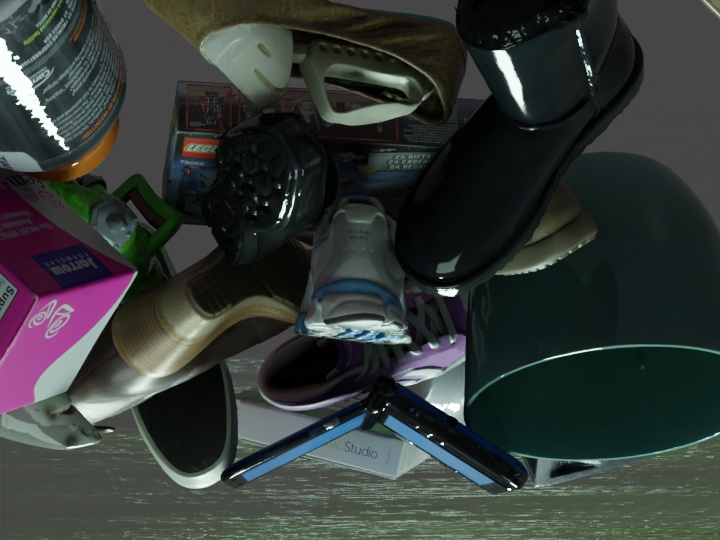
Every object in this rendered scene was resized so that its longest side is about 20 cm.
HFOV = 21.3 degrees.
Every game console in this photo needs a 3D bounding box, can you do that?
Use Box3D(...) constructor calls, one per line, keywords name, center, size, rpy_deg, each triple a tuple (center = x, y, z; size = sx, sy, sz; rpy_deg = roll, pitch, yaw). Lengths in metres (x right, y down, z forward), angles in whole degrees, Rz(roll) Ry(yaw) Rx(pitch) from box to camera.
Box3D(name="game console", center=(0.008, 0.143, 1.324), size=(0.170, 0.119, 0.200), rpy_deg=(32, 173, 3))

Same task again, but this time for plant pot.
Box3D(name="plant pot", center=(0.164, 0.018, 1.295), size=(0.199, 0.162, 0.201), rpy_deg=(-2, 153, -1))

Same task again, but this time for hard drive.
Box3D(name="hard drive", center=(0.198, 0.069, 1.409), size=(0.199, 0.135, 0.042), rpy_deg=(-19, 146, -6))

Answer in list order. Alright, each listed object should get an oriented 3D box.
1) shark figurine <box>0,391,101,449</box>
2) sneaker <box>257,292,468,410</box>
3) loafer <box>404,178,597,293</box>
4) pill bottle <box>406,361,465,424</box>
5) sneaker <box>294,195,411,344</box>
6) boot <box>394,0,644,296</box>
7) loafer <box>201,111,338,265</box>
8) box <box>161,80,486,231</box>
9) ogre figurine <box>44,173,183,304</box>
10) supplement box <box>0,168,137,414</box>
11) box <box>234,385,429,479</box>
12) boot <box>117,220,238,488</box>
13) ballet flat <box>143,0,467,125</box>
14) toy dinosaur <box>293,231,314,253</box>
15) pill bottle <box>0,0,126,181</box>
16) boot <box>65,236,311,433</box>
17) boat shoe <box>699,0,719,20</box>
Box3D(name="shark figurine", center=(-0.269, 0.051, 1.178), size=(0.128, 0.215, 0.090), rpy_deg=(5, 124, -50))
Box3D(name="sneaker", center=(0.019, 0.054, 1.404), size=(0.200, 0.073, 0.114), rpy_deg=(-25, 175, 1))
Box3D(name="loafer", center=(0.068, -0.032, 1.205), size=(0.076, 0.068, 0.200), rpy_deg=(-26, -170, -38))
Box3D(name="pill bottle", center=(0.131, 0.091, 1.538), size=(0.199, 0.105, 0.104), rpy_deg=(10, 154, -24))
Box3D(name="sneaker", center=(0.000, 0.000, 1.177), size=(0.075, 0.087, 0.200), rpy_deg=(3, 173, -5))
Box3D(name="boot", center=(0.074, -0.095, 1.051), size=(0.200, 0.076, 0.168), rpy_deg=(-48, 153, -5))
Box3D(name="loafer", center=(-0.047, -0.055, 1.131), size=(0.070, 0.068, 0.201), rpy_deg=(-30, 175, -16))
Box3D(name="box", center=(-0.026, -0.070, 1.244), size=(0.199, 0.040, 0.137), rpy_deg=(3, 157, -10))
Box3D(name="ogre figurine", center=(-0.185, -0.032, 1.237), size=(0.120, 0.098, 0.200), rpy_deg=(31, 147, 15))
Box3D(name="supplement box", center=(-0.244, -0.018, 1.109), size=(0.104, 0.200, 0.101), rpy_deg=(-54, 164, 24))
Box3D(name="box", center=(-0.013, 0.122, 1.541), size=(0.144, 0.037, 0.200), rpy_deg=(13, -176, 14))
Box3D(name="boot", center=(-0.130, 0.077, 1.386), size=(0.072, 0.201, 0.144), rpy_deg=(-20, 156, -3))
Box3D(name="ballet flat", center=(-0.028, -0.121, 1.087), size=(0.199, 0.073, 0.068), rpy_deg=(12, 153, -26))
Box3D(name="toy dinosaur", center=(-0.016, -0.011, 1.378), size=(0.101, 0.059, 0.200), rpy_deg=(-8, 169, -17))
Box3D(name="pill bottle", center=(-0.188, -0.121, 1.036), size=(0.106, 0.107, 0.200), rpy_deg=(-4, 156, 7))
Box3D(name="boot", center=(-0.124, 0.044, 1.268), size=(0.166, 0.073, 0.200), rpy_deg=(-35, 172, 27))
Box3D(name="boat shoe", center=(0.159, -0.197, 0.948), size=(0.072, 0.072, 0.200), rpy_deg=(-42, 131, 13))
